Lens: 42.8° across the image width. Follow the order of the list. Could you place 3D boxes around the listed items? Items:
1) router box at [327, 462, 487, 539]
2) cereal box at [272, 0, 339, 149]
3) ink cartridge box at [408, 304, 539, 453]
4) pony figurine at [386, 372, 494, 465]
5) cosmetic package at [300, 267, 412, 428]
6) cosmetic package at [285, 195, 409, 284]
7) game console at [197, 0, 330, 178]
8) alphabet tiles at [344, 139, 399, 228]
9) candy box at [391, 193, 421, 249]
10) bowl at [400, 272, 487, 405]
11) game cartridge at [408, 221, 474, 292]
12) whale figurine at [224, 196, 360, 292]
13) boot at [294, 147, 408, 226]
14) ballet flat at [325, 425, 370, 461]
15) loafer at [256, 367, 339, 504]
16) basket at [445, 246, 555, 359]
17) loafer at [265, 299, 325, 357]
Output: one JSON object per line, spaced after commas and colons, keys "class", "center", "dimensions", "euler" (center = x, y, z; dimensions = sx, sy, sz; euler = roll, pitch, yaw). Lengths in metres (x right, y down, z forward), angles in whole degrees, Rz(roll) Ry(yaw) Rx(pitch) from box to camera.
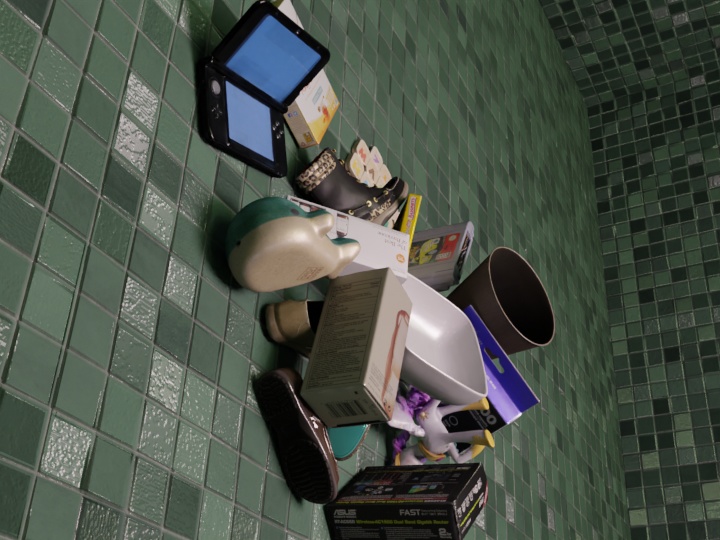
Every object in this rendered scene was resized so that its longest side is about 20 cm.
{"class": "router box", "center": [0.072, 0.337, 1.333], "dimensions": [0.150, 0.198, 0.063], "euler": [-24, 104, -64]}
{"class": "cereal box", "center": [-0.105, -0.315, 1.458], "dimensions": [0.201, 0.039, 0.145], "euler": [62, 29, -30]}
{"class": "ink cartridge box", "center": [0.175, 0.189, 1.556], "dimensions": [0.043, 0.200, 0.199], "euler": [-27, 78, -46]}
{"class": "pony figurine", "center": [0.108, 0.244, 1.505], "dimensions": [0.166, 0.199, 0.195], "euler": [22, 44, -59]}
{"class": "cosmetic package", "center": [-0.001, 0.104, 1.252], "dimensions": [0.088, 0.102, 0.202], "euler": [55, 36, -38]}
{"class": "cosmetic package", "center": [-0.027, -0.038, 1.348], "dimensions": [0.198, 0.051, 0.083], "euler": [17, 56, -16]}
{"class": "game console", "center": [-0.126, -0.248, 1.294], "dimensions": [0.199, 0.115, 0.178], "euler": [22, 58, -60]}
{"class": "alphabet tiles", "center": [0.031, -0.135, 1.679], "dimensions": [0.201, 0.014, 0.196], "euler": [61, 29, -25]}
{"class": "candy box", "center": [0.066, -0.051, 1.541], "dimensions": [0.200, 0.026, 0.104], "euler": [114, -12, -75]}
{"class": "bowl", "center": [0.099, 0.112, 1.420], "dimensions": [0.199, 0.075, 0.201], "euler": [32, 31, -27]}
{"class": "game cartridge", "center": [0.129, -0.022, 1.675], "dimensions": [0.041, 0.132, 0.201], "euler": [63, 27, -23]}
{"class": "whale figurine", "center": [-0.093, -0.038, 1.233], "dimensions": [0.199, 0.159, 0.104], "euler": [4, 49, -46]}
{"class": "boot", "center": [-0.012, -0.134, 1.472], "dimensions": [0.151, 0.073, 0.200], "euler": [48, 45, -9]}
{"class": "ballet flat", "center": [-0.008, 0.182, 1.376], "dimensions": [0.075, 0.067, 0.203], "euler": [64, 36, -83]}
{"class": "loafer", "center": [-0.071, 0.217, 1.238], "dimensions": [0.071, 0.072, 0.202], "euler": [-39, 114, -61]}
{"class": "basket", "center": [0.212, 0.085, 1.593], "dimensions": [0.135, 0.200, 0.182], "euler": [-13, 72, -44]}
{"class": "loafer", "center": [-0.062, 0.084, 1.328], "dimensions": [0.199, 0.067, 0.077], "euler": [16, 64, -62]}
